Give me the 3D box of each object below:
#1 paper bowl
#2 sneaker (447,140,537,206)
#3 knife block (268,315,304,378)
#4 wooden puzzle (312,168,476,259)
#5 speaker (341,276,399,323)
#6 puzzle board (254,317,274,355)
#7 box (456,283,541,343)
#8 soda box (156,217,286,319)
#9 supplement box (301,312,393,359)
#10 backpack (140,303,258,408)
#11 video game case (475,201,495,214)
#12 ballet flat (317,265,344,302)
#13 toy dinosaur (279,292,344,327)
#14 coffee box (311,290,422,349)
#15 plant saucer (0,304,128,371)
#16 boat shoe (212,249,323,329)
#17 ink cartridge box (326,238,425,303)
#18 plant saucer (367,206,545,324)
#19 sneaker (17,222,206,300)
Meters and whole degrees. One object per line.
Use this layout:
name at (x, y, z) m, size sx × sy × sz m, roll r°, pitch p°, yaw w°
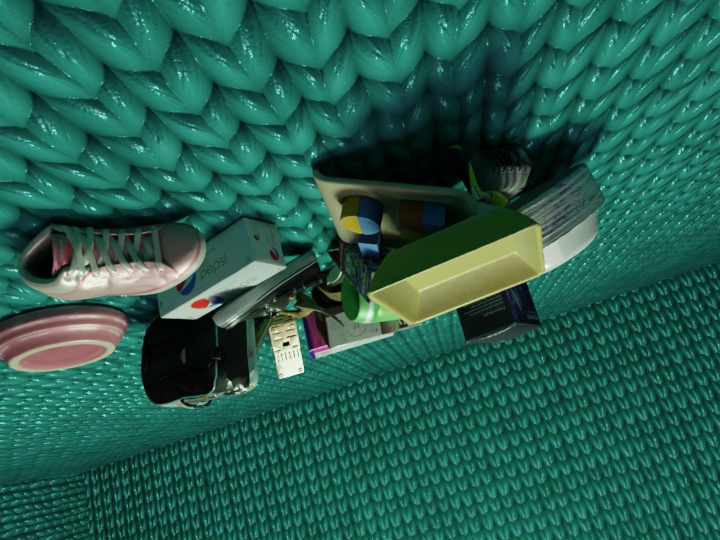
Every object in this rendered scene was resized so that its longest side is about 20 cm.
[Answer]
paper bowl at (0.277, -0.066, 0.825) m, size 0.198 × 0.106 × 0.201 m, roll -34°, pitch 180°, yaw 0°
sneaker at (0.174, -0.137, 0.703) m, size 0.080 × 0.075 × 0.198 m, roll -36°, pitch 163°, yaw 24°
knife block at (-0.185, 0.162, 1.287) m, size 0.062 × 0.176 × 0.206 m, roll -13°, pitch 118°, yaw -12°
wooden puzzle at (0.043, -0.053, 0.679) m, size 0.193 × 0.048 × 0.186 m, roll 12°, pitch 163°, yaw 12°
speaker at (0.069, 0.035, 0.890) m, size 0.194 × 0.091 × 0.088 m, roll -4°, pitch 160°, yaw -27°
puzzle board at (-0.219, 0.142, 1.068) m, size 0.017 × 0.153 × 0.200 m, roll 32°, pitch 144°, yaw -13°
box at (0.240, 0.025, 1.011) m, size 0.103 × 0.206 × 0.146 m, roll -26°, pitch 161°, yaw 31°
soda box at (-0.199, 0.003, 0.752) m, size 0.196 × 0.066 × 0.067 m, roll -28°, pitch 160°, yaw 28°
supplement box at (-0.028, 0.113, 1.192) m, size 0.193 × 0.107 × 0.102 m, roll -14°, pitch 162°, yaw -6°
backpack at (-0.275, 0.144, 0.921) m, size 0.195 × 0.182 × 0.153 m, roll -19°, pitch 159°, yaw 21°
video game case at (0.096, -0.073, 0.761) m, size 0.140 × 0.018 × 0.196 m, roll 3°, pitch 176°, yaw -43°
ballet flat at (0.000, 0.000, 0.956) m, size 0.196 × 0.070 × 0.071 m, roll -22°, pitch 152°, yaw 32°
toy dinosaur at (-0.102, 0.062, 0.978) m, size 0.103 × 0.063 × 0.199 m, roll 8°, pitch 176°, yaw -18°
coffee box at (0.012, 0.075, 1.071) m, size 0.194 × 0.083 × 0.114 m, roll -13°, pitch -163°, yaw -16°
plant saucer at (-0.469, 0.113, 0.851) m, size 0.194 × 0.052 × 0.201 m, roll -15°, pitch 163°, yaw -5°
boat shoe at (-0.129, 0.036, 0.806) m, size 0.198 × 0.058 × 0.068 m, roll -36°, pitch -170°, yaw -38°
ink cartridge box at (0.026, -0.019, 0.819) m, size 0.105 × 0.052 × 0.200 m, roll -6°, pitch -155°, yaw -20°
plant saucer at (0.118, -0.006, 0.650) m, size 0.195 × 0.050 × 0.199 m, roll -23°, pitch 159°, yaw 14°
sneaker at (-0.278, -0.014, 0.601) m, size 0.193 × 0.078 × 0.105 m, roll -12°, pitch 168°, yaw -1°
